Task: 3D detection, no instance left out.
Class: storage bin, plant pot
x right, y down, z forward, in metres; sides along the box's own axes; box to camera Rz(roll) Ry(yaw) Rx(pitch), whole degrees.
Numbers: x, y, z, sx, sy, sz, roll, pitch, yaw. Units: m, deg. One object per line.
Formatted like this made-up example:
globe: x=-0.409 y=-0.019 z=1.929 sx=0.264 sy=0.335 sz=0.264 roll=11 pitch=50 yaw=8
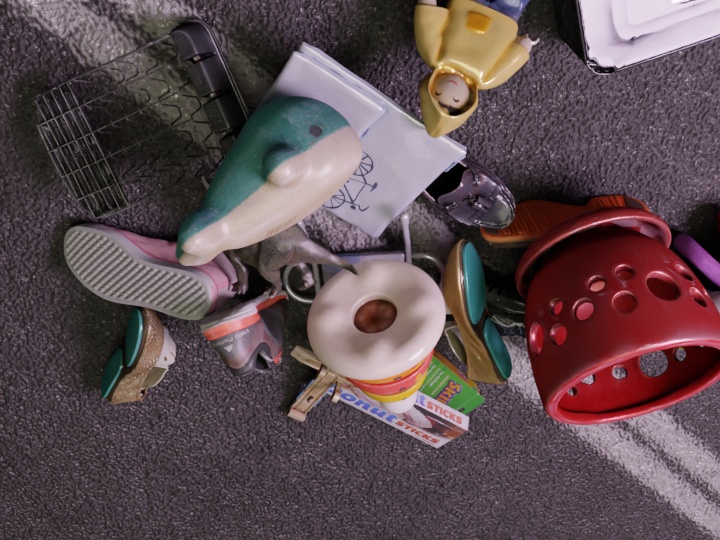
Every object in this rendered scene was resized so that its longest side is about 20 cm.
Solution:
storage bin: x=0.290 y=-0.289 z=0.763 sx=0.199 sy=0.094 sz=0.136 roll=-17 pitch=124 yaw=6
plant pot: x=0.268 y=0.047 z=0.864 sx=0.200 sy=0.183 sz=0.201 roll=-11 pitch=147 yaw=-7

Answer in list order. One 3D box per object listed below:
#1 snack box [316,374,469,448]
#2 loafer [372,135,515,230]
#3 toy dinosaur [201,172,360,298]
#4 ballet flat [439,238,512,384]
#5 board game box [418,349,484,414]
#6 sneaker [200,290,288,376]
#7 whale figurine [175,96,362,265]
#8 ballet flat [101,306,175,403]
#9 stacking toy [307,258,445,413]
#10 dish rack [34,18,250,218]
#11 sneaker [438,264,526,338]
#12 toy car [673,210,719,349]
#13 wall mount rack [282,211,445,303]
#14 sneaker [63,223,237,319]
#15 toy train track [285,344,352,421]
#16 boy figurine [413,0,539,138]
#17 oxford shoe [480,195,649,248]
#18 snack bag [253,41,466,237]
snack box: x=0.041 y=0.172 z=1.049 sx=0.200 sy=0.024 sz=0.072 roll=29 pitch=139 yaw=-16
loafer: x=0.086 y=-0.099 z=0.865 sx=0.200 sy=0.063 sz=0.072 roll=33 pitch=109 yaw=-13
toy dinosaur: x=-0.098 y=-0.025 z=0.842 sx=0.200 sy=0.077 sz=0.103 roll=23 pitch=142 yaw=29
ballet flat: x=0.121 y=0.055 z=0.928 sx=0.063 sy=0.069 sz=0.201 roll=-5 pitch=121 yaw=29
board game box: x=0.070 y=0.141 z=1.066 sx=0.095 sy=0.030 sz=0.200 roll=-38 pitch=117 yaw=20
sneaker: x=-0.121 y=0.076 z=0.898 sx=0.077 sy=0.200 sz=0.082 roll=-21 pitch=92 yaw=13
whale figurine: x=-0.095 y=-0.085 z=0.737 sx=0.200 sy=0.159 sz=0.104 roll=-36 pitch=90 yaw=-18
ballet flat: x=-0.258 y=0.101 z=0.960 sx=0.065 sy=0.071 sz=0.200 roll=8 pitch=148 yaw=-27
stacking toy: x=0.033 y=0.096 z=0.890 sx=0.146 sy=0.147 sz=0.200 roll=-16 pitch=141 yaw=4
dish rack: x=-0.216 y=-0.144 z=0.800 sx=0.199 sy=0.055 sz=0.154 roll=-20 pitch=103 yaw=13
sneaker: x=0.185 y=0.051 z=0.999 sx=0.199 sy=0.073 sz=0.082 roll=22 pitch=123 yaw=-8
toy car: x=0.443 y=0.008 z=0.960 sx=0.200 sy=0.175 sz=0.150 roll=-37 pitch=86 yaw=18
wall mount rack: x=0.000 y=0.000 z=0.921 sx=0.199 sy=0.075 sz=0.174 roll=-3 pitch=120 yaw=6
sneaker: x=-0.230 y=-0.003 z=0.908 sx=0.200 sy=0.105 sz=0.076 roll=19 pitch=108 yaw=16
toy train track: x=-0.052 y=0.153 z=1.010 sx=0.114 sy=0.033 sz=0.200 roll=25 pitch=141 yaw=-11
boy figurine: x=0.102 y=-0.222 z=0.751 sx=0.124 sy=0.064 sz=0.201 roll=28 pitch=85 yaw=-9
oxford shoe: x=0.237 y=-0.037 z=0.941 sx=0.199 sy=0.071 sz=0.073 roll=-3 pitch=129 yaw=-5
snack bag: x=-0.020 y=-0.118 z=0.829 sx=0.200 sy=0.021 sz=0.189 roll=30 pitch=140 yaw=-16
